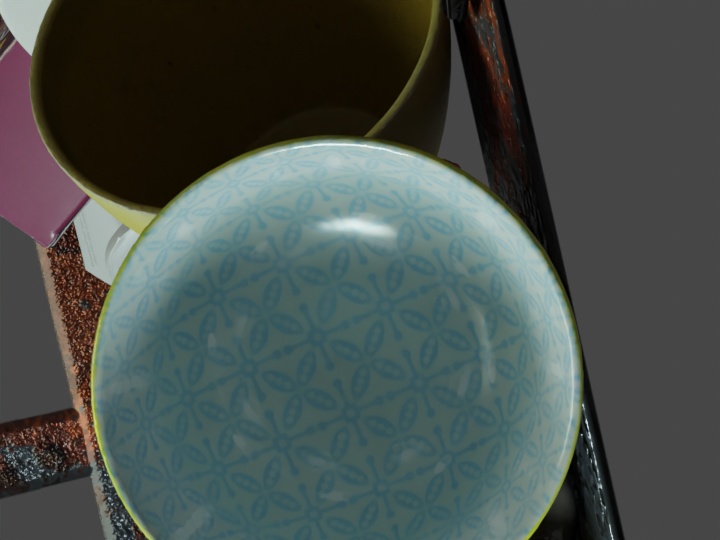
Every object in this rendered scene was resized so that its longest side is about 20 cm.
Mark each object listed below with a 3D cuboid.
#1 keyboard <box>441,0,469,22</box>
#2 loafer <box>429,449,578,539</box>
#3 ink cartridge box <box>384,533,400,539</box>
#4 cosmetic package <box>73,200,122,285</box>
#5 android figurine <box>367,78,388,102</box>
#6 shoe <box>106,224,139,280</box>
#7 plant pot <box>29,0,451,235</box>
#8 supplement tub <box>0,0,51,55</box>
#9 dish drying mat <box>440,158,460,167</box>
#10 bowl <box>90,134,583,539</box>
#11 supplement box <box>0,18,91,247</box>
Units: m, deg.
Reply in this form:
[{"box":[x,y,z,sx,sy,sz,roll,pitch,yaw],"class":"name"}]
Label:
[{"box":[0.018,-0.216,0.908,0.127,0.020,0.201,75,179,-74],"class":"keyboard"},{"box":[0.060,0.133,1.018,0.201,0.070,0.073,83,172,-49],"class":"loafer"},{"box":[0.057,0.222,0.966,0.200,0.076,0.137,42,166,11],"class":"ink cartridge box"},{"box":[-0.104,-0.077,1.498,0.081,0.199,0.113,29,140,39],"class":"cosmetic package"},{"box":[-0.001,-0.130,1.196,0.201,0.041,0.183,-107,7,-50],"class":"android figurine"},{"box":[-0.083,-0.069,1.395,0.071,0.200,0.091,41,-158,-35],"class":"shoe"},{"box":[-0.039,-0.074,1.039,0.142,0.199,0.201,61,-170,-55],"class":"plant pot"},{"box":[-0.113,-0.199,1.260,0.200,0.139,0.141,-49,-46,-54],"class":"supplement tub"},{"box":[0.006,0.043,1.083,0.077,0.018,0.201,170,120,-77],"class":"dish drying mat"},{"box":[-0.006,0.040,0.915,0.108,0.199,0.202,-57,-46,-82],"class":"bowl"},{"box":[-0.175,-0.135,1.367,0.103,0.131,0.201,37,-144,-16],"class":"supplement box"}]
